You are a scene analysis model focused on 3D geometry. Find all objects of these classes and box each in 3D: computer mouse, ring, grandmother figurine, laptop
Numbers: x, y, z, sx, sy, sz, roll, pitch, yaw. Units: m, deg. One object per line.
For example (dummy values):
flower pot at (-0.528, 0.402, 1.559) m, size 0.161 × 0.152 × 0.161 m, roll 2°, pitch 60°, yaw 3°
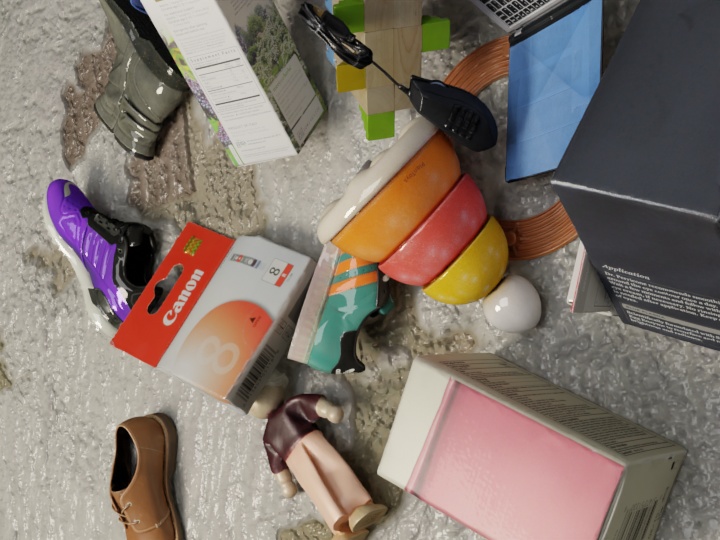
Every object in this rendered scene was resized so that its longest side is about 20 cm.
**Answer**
computer mouse at (0.037, -0.160, 0.942) m, size 0.034 × 0.200 × 0.059 m, roll -48°, pitch 26°, yaw 23°
ring at (0.134, -0.109, 1.028) m, size 0.200 × 0.019 × 0.202 m, roll -3°, pitch 85°, yaw 35°
grandmother figurine at (-0.055, 0.167, 1.121) m, size 0.200 × 0.060 × 0.121 m, roll 49°, pitch 114°, yaw 25°
laptop at (0.105, -0.183, 0.918) m, size 0.200 × 0.187 × 0.116 m, roll 38°, pitch 80°, yaw -10°

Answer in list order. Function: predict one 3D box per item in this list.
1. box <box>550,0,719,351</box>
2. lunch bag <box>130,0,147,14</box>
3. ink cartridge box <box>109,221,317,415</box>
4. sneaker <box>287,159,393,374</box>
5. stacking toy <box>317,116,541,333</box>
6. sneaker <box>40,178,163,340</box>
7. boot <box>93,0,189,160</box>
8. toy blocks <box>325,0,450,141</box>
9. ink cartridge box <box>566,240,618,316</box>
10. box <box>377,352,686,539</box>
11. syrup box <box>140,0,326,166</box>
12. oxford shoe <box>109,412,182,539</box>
box at (0.244, -0.076, 0.800) m, size 0.117 × 0.200 × 0.197 m, roll 17°, pitch 69°, yaw 34°
lunch bag at (-0.143, -0.335, 1.164) m, size 0.200 × 0.136 × 0.133 m, roll -32°, pitch 68°, yaw 29°
ink cartridge box at (-0.151, 0.032, 1.166) m, size 0.199 × 0.050 × 0.163 m, roll 22°, pitch 73°, yaw 31°
sneaker at (0.000, 0.000, 1.093) m, size 0.080 × 0.071 × 0.201 m, roll 19°, pitch 85°, yaw 0°
stacking toy at (0.074, -0.018, 0.998) m, size 0.200 × 0.146 × 0.146 m, roll 45°, pitch 115°, yaw -2°
sneaker at (-0.273, -0.031, 1.287) m, size 0.099 × 0.069 × 0.201 m, roll -37°, pitch 71°, yaw 21°
boot at (-0.264, -0.226, 1.291) m, size 0.131 × 0.068 × 0.200 m, roll -50°, pitch 60°, yaw 29°
toy blocks at (0.007, -0.235, 1.009) m, size 0.137 × 0.099 × 0.201 m, roll -118°, pitch 22°, yaw -51°
ink cartridge box at (0.197, -0.067, 0.884) m, size 0.045 × 0.176 × 0.201 m, roll 15°, pitch 95°, yaw 34°
box at (0.136, 0.154, 0.943) m, size 0.200 × 0.128 × 0.109 m, roll 25°, pitch 102°, yaw 34°
syrup box at (-0.117, -0.205, 1.103) m, size 0.081 × 0.079 × 0.200 m, roll -7°, pitch 127°, yaw 32°
oxford shoe at (-0.236, 0.254, 1.237) m, size 0.071 × 0.071 × 0.201 m, roll -9°, pitch 84°, yaw 33°
